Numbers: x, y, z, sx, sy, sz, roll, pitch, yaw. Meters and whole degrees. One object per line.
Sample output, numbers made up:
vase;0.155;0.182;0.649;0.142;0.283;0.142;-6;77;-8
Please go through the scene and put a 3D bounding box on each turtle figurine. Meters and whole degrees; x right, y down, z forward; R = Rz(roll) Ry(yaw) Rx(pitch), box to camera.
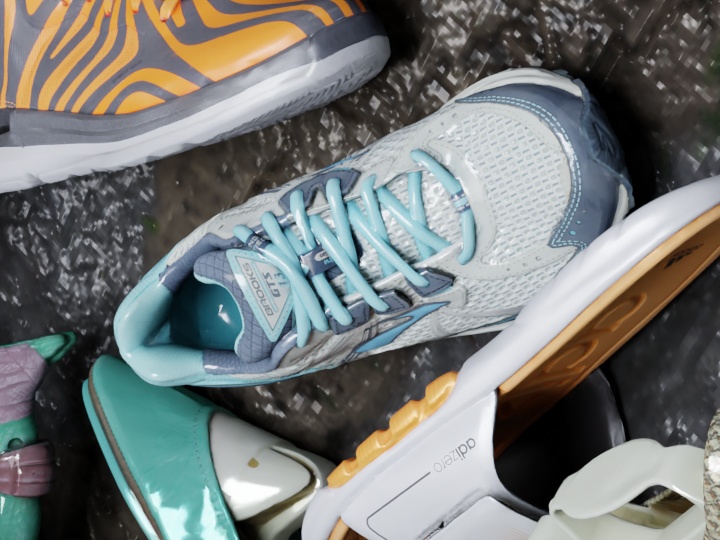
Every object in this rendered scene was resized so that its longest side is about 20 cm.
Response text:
turtle figurine;-0.120;0.127;0.962;0.150;0.101;0.201;-13;89;44

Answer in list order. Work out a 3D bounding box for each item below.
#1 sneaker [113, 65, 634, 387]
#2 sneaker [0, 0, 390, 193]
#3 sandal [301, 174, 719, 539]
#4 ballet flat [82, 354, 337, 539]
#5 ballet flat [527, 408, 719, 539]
sneaker;0.000;0.000;0.811;0.200;0.086;0.078;-27;86;44
sneaker;-0.079;-0.093;0.861;0.200;0.077;0.112;-9;98;44
sandal;0.056;0.050;0.781;0.207;0.079;0.059;-47;69;39
ballet flat;-0.025;0.105;0.891;0.070;0.067;0.200;-32;74;16
ballet flat;0.086;0.079;0.728;0.075;0.068;0.200;19;154;-5
